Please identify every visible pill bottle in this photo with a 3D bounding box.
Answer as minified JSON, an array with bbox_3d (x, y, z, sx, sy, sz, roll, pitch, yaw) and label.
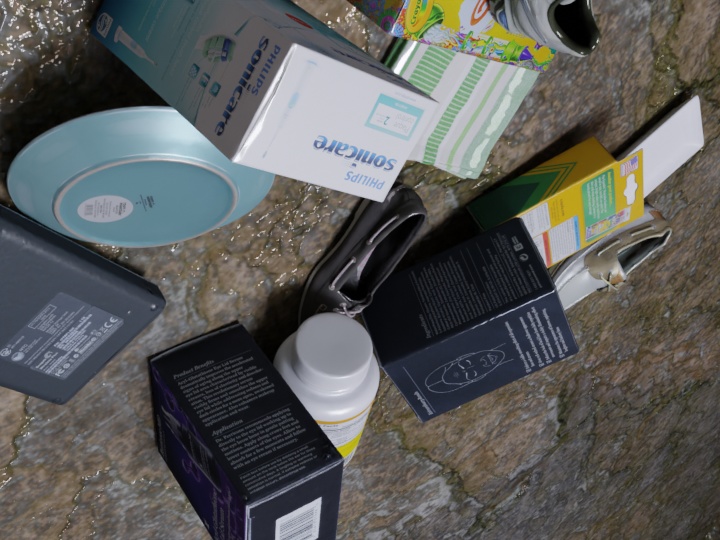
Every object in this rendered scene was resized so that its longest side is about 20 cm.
[{"bbox_3d":[-0.043,0.132,1.061,0.109,0.109,0.200,-22,150,-27],"label":"pill bottle"}]

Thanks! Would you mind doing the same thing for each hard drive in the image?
[{"bbox_3d":[-0.270,0.033,0.821,0.140,0.033,0.200,-42,145,9],"label":"hard drive"}]

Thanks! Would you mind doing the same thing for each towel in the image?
[{"bbox_3d":[0.086,-0.166,0.983,0.200,0.023,0.153,7,121,-47],"label":"towel"}]

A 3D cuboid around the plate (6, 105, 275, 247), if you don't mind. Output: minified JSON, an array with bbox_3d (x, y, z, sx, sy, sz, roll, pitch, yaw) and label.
[{"bbox_3d":[-0.161,-0.058,0.769,0.200,0.026,0.200,-9,157,-4],"label":"plate"}]

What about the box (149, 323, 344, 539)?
[{"bbox_3d":[-0.113,0.178,0.987,0.104,0.200,0.148,-22,138,-27],"label":"box"}]

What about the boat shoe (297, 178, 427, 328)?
[{"bbox_3d":[0.000,0.000,1.038,0.067,0.057,0.200,7,121,-47],"label":"boat shoe"}]

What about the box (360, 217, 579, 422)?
[{"bbox_3d":[0.119,0.058,1.121,0.200,0.107,0.148,-25,143,6],"label":"box"}]

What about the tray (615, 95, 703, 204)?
[{"bbox_3d":[0.346,-0.129,1.273,0.200,0.022,0.107,-41,145,-4],"label":"tray"}]

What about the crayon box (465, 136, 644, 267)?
[{"bbox_3d":[0.226,-0.068,1.170,0.200,0.052,0.126,-28,143,-4],"label":"crayon box"}]

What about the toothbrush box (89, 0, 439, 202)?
[{"bbox_3d":[-0.069,-0.140,0.704,0.146,0.200,0.085,11,115,-48],"label":"toothbrush box"}]

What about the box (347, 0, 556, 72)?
[{"bbox_3d":[0.097,-0.282,0.790,0.192,0.122,0.200,1,126,-44],"label":"box"}]

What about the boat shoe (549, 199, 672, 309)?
[{"bbox_3d":[0.315,-0.010,1.324,0.200,0.068,0.075,-45,144,2],"label":"boat shoe"}]

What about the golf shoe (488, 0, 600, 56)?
[{"bbox_3d":[0.128,-0.230,0.688,0.078,0.097,0.200,-36,142,-5],"label":"golf shoe"}]
